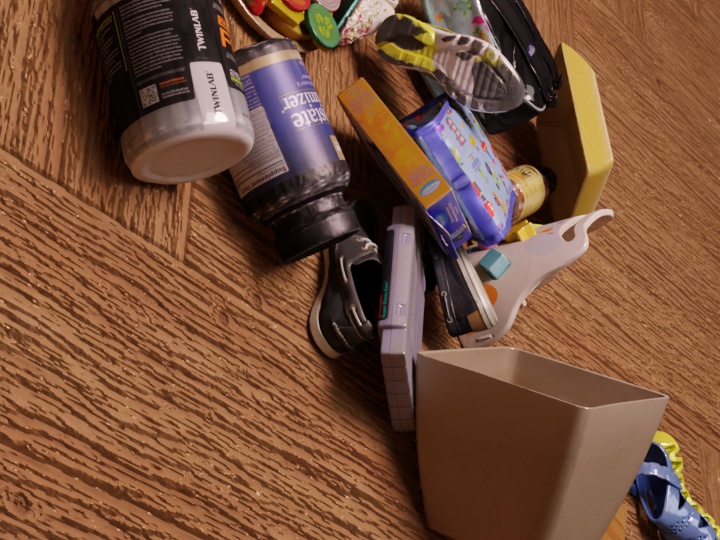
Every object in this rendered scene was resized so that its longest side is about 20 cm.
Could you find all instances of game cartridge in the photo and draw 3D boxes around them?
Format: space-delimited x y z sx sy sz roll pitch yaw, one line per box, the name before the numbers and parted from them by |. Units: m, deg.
game cartridge | 0.043 0.046 1.500 0.130 0.038 0.202 75 16 -46

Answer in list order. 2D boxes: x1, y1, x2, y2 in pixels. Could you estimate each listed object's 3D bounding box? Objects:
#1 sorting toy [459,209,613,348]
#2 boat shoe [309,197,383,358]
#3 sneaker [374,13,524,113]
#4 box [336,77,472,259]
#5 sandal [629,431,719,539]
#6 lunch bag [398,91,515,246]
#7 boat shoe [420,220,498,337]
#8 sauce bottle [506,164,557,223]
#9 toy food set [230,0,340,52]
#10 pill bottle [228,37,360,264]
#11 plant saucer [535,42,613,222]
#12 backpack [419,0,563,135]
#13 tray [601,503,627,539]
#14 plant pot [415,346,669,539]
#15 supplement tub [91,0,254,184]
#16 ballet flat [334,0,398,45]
sorting toy | 0.206 -0.016 1.696 0.108 0.179 0.200 60 33 -6
boat shoe | 0.000 0.000 1.501 0.072 0.067 0.201 41 38 -29
sneaker | 0.114 -0.241 1.668 0.199 0.075 0.084 33 20 27
box | 0.054 -0.104 1.563 0.201 0.041 0.119 52 -3 27
sandal | 0.391 0.308 1.848 0.087 0.079 0.202 -13 71 -53
lunch bag | 0.112 -0.112 1.637 0.151 0.093 0.200 58 5 -10
boat shoe | 0.091 -0.010 1.636 0.075 0.062 0.201 52 13 -57
sauce bottle | 0.203 -0.100 1.856 0.067 0.066 0.200 64 24 -1
toy food set | -0.089 -0.334 1.612 0.197 0.048 0.202 33 44 -40
pill bottle | -0.077 -0.115 1.425 0.111 0.111 0.202 -20 85 -57
plant saucer | 0.284 -0.165 1.915 0.201 0.048 0.202 96 -12 -63
backpack | 0.149 -0.285 1.822 0.202 0.149 0.178 63 25 -18
tray | 0.242 0.261 1.697 0.200 0.037 0.099 46 37 -25
plant pot | 0.169 0.191 1.483 0.199 0.198 0.179 1 103 -55
supplement tub | -0.175 -0.191 1.327 0.122 0.122 0.202 5 65 -53
ballet flat | 0.015 -0.324 1.726 0.064 0.076 0.201 32 43 -15
